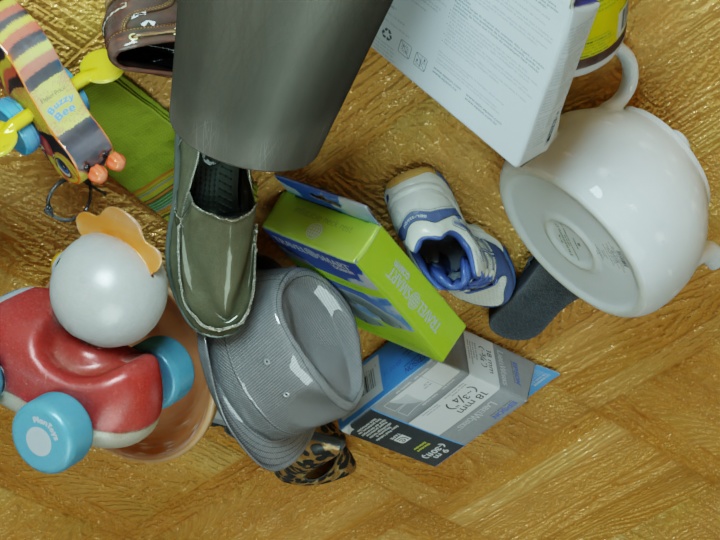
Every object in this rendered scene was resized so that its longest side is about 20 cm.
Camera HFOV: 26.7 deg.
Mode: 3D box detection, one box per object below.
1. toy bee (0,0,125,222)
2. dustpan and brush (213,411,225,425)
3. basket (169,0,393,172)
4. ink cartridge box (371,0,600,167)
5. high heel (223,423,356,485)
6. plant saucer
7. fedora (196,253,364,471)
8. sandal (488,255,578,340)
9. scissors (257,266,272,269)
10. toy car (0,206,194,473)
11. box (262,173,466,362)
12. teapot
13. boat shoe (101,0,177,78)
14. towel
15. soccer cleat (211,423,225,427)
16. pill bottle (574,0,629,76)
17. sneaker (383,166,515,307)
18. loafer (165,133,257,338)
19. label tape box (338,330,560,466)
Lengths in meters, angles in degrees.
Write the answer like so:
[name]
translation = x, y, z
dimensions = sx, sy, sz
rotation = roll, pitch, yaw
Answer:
[toy bee]
translation = -0.221, -0.115, 1.155
dimensions = 0.131, 0.109, 0.200
rotation = -55, 136, -9
[dustpan and brush]
translation = -0.159, 0.049, 1.400
dimensions = 0.139, 0.057, 0.201
rotation = 14, 105, 3
[basket]
translation = -0.059, -0.182, 1.048
dimensions = 0.180, 0.136, 0.200
rotation = 29, 122, 17
[ink cartridge box]
translation = 0.076, -0.203, 1.070
dimensions = 0.041, 0.200, 0.200
rotation = -33, 154, -31
[high heel]
translation = -0.028, 0.189, 1.544
dimensions = 0.142, 0.072, 0.200
rotation = 6, 165, 40
[plant saucer]
translation = -0.208, 0.078, 1.381
dimensions = 0.200, 0.037, 0.201
rotation = 11, 115, 25
[fedora]
translation = -0.057, 0.073, 1.343
dimensions = 0.090, 0.177, 0.200
rotation = -13, 110, 33
[sandal]
translation = 0.187, 0.000, 1.447
dimensions = 0.076, 0.043, 0.200
rotation = 24, 140, -24
[scissors]
translation = -0.047, 0.022, 1.439
dimensions = 0.199, 0.014, 0.073
rotation = 3, 137, -12
[toy car]
translation = -0.227, 0.028, 1.242
dimensions = 0.177, 0.184, 0.200
rotation = 27, 115, 19
[box]
translation = 0.000, 0.000, 1.348
dimensions = 0.048, 0.122, 0.200
rotation = -57, 138, -14
[teapot]
translation = 0.223, -0.071, 1.285
dimensions = 0.146, 0.197, 0.200
rotation = -43, 166, -16
[boat shoe]
translation = -0.099, -0.168, 1.163
dimensions = 0.199, 0.070, 0.070
rotation = 3, 138, -17
[towel]
translation = -0.178, -0.096, 1.272
dimensions = 0.086, 0.018, 0.200
rotation = -30, 136, 22
[soccer cleat]
translation = -0.170, 0.111, 1.485
dimensions = 0.199, 0.068, 0.073
rotation = -7, 132, -1
[pill bottle]
translation = 0.143, -0.243, 1.089
dimensions = 0.109, 0.109, 0.200
rotation = -8, 140, -2
[sneaker]
translation = 0.083, -0.006, 1.376
dimensions = 0.075, 0.088, 0.200
rotation = -28, 138, 19
[loafer]
translation = -0.121, -0.039, 1.234
dimensions = 0.075, 0.070, 0.201
rotation = -6, 103, -12
[label tape box]
translation = 0.096, 0.135, 1.563
dimensions = 0.200, 0.063, 0.144
rotation = 24, 130, -33
